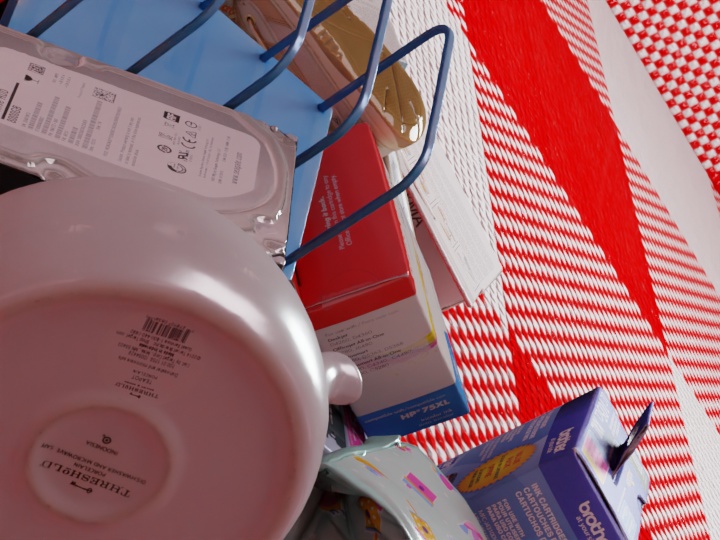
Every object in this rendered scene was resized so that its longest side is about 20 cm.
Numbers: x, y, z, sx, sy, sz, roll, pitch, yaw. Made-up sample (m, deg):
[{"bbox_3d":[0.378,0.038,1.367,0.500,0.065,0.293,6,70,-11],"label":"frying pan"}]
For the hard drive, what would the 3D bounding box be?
[{"bbox_3d":[-0.128,-0.055,1.001,0.199,0.038,0.140,19,26,-8],"label":"hard drive"}]

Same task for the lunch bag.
[{"bbox_3d":[0.017,0.188,1.156,0.170,0.122,0.201,1,70,-71],"label":"lunch bag"}]

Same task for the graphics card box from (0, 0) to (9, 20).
[{"bbox_3d":[-0.120,-0.049,1.152,0.125,0.051,0.201,-7,70,-54],"label":"graphics card box"}]

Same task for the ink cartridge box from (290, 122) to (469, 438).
[{"bbox_3d":[0.000,0.000,1.274,0.200,0.067,0.117,65,8,-54],"label":"ink cartridge box"}]

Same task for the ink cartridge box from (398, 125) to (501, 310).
[{"bbox_3d":[0.037,-0.066,1.701,0.201,0.045,0.176,63,15,-3],"label":"ink cartridge box"}]

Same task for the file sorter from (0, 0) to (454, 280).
[{"bbox_3d":[-0.063,-0.119,1.120,0.200,0.122,0.139,39,41,-26],"label":"file sorter"}]

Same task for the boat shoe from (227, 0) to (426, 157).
[{"bbox_3d":[-0.045,-0.143,1.283,0.200,0.069,0.074,54,32,-9],"label":"boat shoe"}]

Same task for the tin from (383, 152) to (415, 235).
[{"bbox_3d":[0.019,-0.008,1.500,0.112,0.042,0.201,-60,140,-75],"label":"tin"}]

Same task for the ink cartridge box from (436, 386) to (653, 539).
[{"bbox_3d":[0.096,0.146,1.316,0.077,0.199,0.136,62,16,-6],"label":"ink cartridge box"}]

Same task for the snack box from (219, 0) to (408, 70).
[{"bbox_3d":[-0.073,-0.176,1.369,0.199,0.037,0.116,19,29,-24],"label":"snack box"}]

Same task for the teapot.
[{"bbox_3d":[-0.113,0.035,0.885,0.146,0.197,0.201,-106,175,-57],"label":"teapot"}]

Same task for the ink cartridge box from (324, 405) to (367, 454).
[{"bbox_3d":[-0.057,0.051,1.273,0.200,0.042,0.120,43,26,-48],"label":"ink cartridge box"}]
